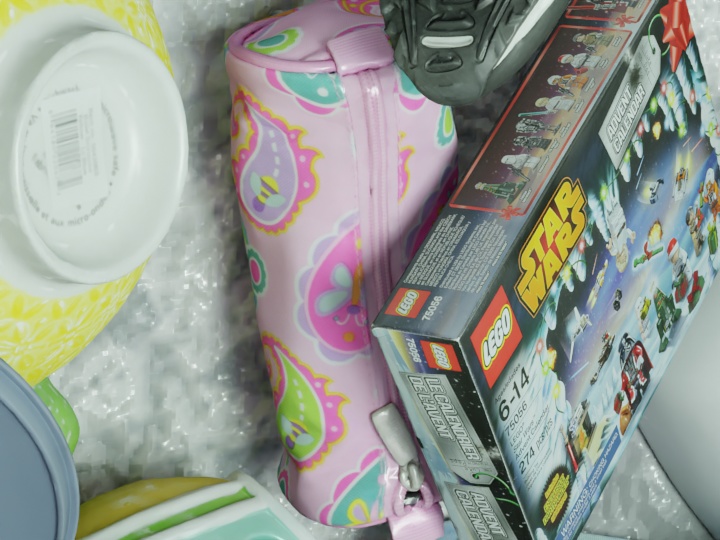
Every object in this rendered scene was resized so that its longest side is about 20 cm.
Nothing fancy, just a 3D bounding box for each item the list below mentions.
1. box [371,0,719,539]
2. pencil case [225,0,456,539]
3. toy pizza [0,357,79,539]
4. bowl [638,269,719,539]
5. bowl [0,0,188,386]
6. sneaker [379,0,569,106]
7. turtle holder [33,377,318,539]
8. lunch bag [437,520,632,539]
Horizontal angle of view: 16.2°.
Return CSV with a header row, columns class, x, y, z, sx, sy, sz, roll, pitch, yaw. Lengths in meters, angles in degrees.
class,x,y,z,sx,sy,sz,roll,pitch,yaw
box,0.081,0.000,0.960,0.201,0.040,0.137,-58,141,-34
pencil case,0.000,0.000,0.952,0.087,0.087,0.202,-15,113,-22
toy pizza,-0.189,0.069,0.808,0.198,0.032,0.201,-3,134,-4
bowl,0.229,0.043,1.101,0.200,0.075,0.200,-42,120,-8
bowl,-0.120,-0.042,0.827,0.199,0.107,0.202,-12,105,-50
sneaker,0.066,-0.125,0.911,0.201,0.073,0.080,-65,144,-41
turtle holder,-0.078,0.136,0.948,0.132,0.185,0.141,-45,151,-11
lunch bag,0.080,0.203,1.053,0.199,0.127,0.171,12,101,-26
